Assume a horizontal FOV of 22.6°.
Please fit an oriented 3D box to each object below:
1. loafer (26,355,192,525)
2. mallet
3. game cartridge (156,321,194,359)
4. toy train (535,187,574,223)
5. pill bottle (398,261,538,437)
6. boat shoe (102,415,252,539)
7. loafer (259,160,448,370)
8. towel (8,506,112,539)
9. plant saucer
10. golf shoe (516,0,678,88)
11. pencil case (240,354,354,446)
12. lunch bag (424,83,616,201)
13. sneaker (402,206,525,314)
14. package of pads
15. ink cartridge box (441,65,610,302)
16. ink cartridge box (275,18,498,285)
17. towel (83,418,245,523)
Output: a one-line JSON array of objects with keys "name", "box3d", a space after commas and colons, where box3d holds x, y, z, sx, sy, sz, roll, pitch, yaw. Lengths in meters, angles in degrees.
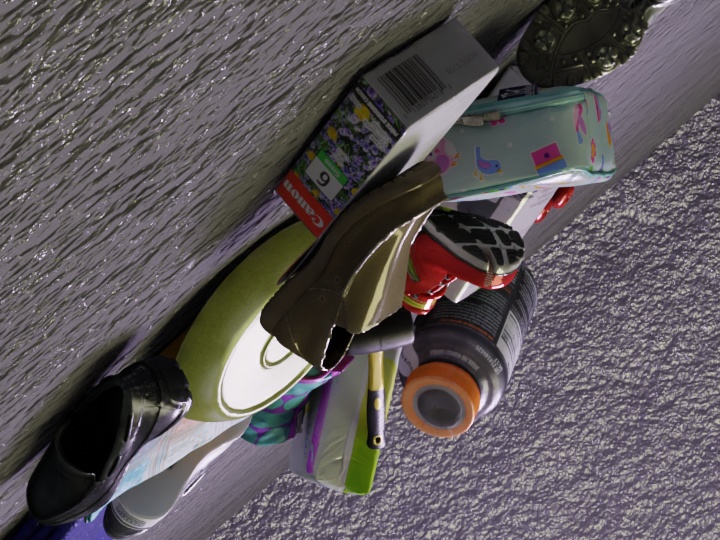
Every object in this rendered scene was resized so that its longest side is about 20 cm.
[{"name": "loafer", "box3d": [-0.202, 0.129, 1.342, 0.070, 0.068, 0.201, -5, 150, -46]}, {"name": "mallet", "box3d": [0.024, 0.098, 1.636, 0.065, 0.041, 0.201, -15, 142, -2]}, {"name": "game cartridge", "box3d": [-0.110, 0.070, 1.512, 0.176, 0.032, 0.200, -43, 168, 4]}, {"name": "toy train", "box3d": [0.216, -0.136, 1.987, 0.116, 0.084, 0.200, -60, 165, 27]}, {"name": "pill bottle", "box3d": [0.098, 0.070, 1.707, 0.106, 0.106, 0.200, -47, -171, 38]}, {"name": "boat shoe", "box3d": [-0.167, 0.168, 1.634, 0.068, 0.072, 0.200, -47, -174, 47]}, {"name": "loafer", "box3d": [0.006, -0.001, 1.235, 0.076, 0.068, 0.200, -34, 171, -45]}, {"name": "towel", "box3d": [-0.251, 0.217, 1.682, 0.148, 0.050, 0.200, -52, 169, 22]}, {"name": "plant saucer", "box3d": [-0.068, 0.047, 1.424, 0.200, 0.031, 0.200, -40, 156, -23]}, {"name": "golf shoe", "box3d": [0.195, -0.201, 1.465, 0.200, 0.078, 0.097, -38, 178, -24]}, {"name": "pencil case", "box3d": [-0.072, 0.098, 1.718, 0.085, 0.092, 0.200, -49, 176, -27]}, {"name": "lunch bag", "box3d": [0.110, -0.097, 1.402, 0.159, 0.078, 0.200, -7, -179, 18]}, {"name": "sneaker", "box3d": [0.060, -0.005, 1.390, 0.077, 0.086, 0.200, 5, -171, -27]}, {"name": "package of pads", "box3d": [-0.013, 0.117, 1.794, 0.154, 0.068, 0.201, 165, -61, -78]}, {"name": "ink cartridge box", "box3d": [0.126, -0.082, 1.615, 0.201, 0.084, 0.145, -56, 170, 16]}, {"name": "ink cartridge box", "box3d": [0.002, -0.078, 1.233, 0.109, 0.050, 0.200, -36, 172, -42]}, {"name": "towel", "box3d": [-0.144, 0.125, 1.490, 0.200, 0.022, 0.147, -31, 162, -36]}]
